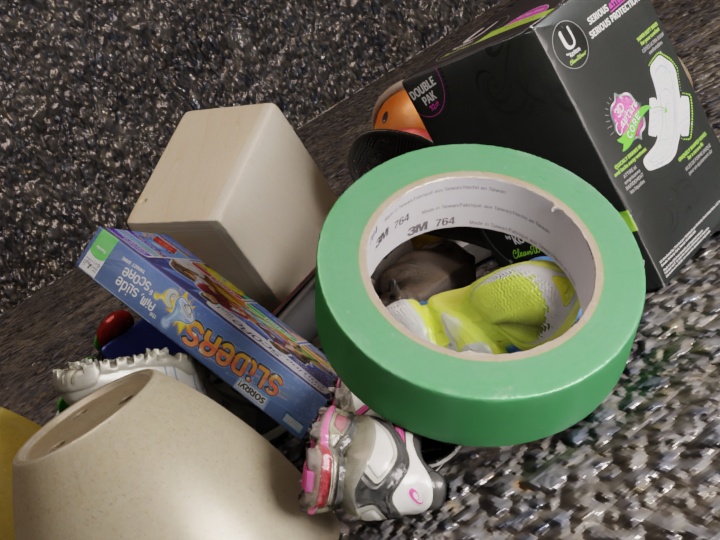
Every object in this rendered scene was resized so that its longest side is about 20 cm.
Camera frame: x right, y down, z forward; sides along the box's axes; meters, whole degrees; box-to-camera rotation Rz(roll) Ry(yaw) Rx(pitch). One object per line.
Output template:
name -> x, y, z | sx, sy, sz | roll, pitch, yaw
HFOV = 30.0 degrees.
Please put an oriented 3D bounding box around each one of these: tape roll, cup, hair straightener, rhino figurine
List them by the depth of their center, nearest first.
tape roll -> 0.071, 0.010, 0.814 | 0.200, 0.200, 0.049 | -37, -30, -30
cup -> -0.131, 0.147, 0.821 | 0.198, 0.144, 0.200 | -28, 12, 6
hair straightener -> 0.000, 0.000, 1.037 | 0.200, 0.041, 0.077 | -41, 12, 6
rhino figurine -> 0.036, 0.022, 1.075 | 0.087, 0.060, 0.200 | -25, 3, 25

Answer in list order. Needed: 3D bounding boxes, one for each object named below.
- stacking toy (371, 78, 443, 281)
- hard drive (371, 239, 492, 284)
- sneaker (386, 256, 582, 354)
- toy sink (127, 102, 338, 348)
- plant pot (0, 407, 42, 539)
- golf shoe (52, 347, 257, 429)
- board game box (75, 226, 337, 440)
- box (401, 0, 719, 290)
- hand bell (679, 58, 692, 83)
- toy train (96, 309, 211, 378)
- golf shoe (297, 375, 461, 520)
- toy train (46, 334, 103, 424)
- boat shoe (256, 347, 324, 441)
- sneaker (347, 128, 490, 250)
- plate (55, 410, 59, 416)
stacking toy -> 0.050, -0.069, 1.241 | 0.145, 0.146, 0.201 | -19, 32, 41
hard drive -> 0.051, -0.005, 1.277 | 0.198, 0.027, 0.132 | -28, 13, 10
sneaker -> 0.086, 0.042, 0.946 | 0.199, 0.077, 0.104 | -20, -3, 41
toy sink -> -0.094, -0.027, 1.182 | 0.111, 0.201, 0.132 | -1, 52, 33
plant pot -> -0.271, 0.188, 0.989 | 0.198, 0.143, 0.200 | -29, 12, 7
golf shoe -> -0.132, 0.110, 0.933 | 0.077, 0.099, 0.199 | -12, -18, 31
board game box -> -0.094, 0.042, 0.961 | 0.035, 0.199, 0.135 | -54, -11, 6
box -> 0.153, -0.094, 0.971 | 0.124, 0.202, 0.148 | -38, 15, -35
hand bell -> 0.220, -0.116, 1.245 | 0.104, 0.104, 0.201 | -13, 35, 55
toy train -> -0.181, 0.094, 1.084 | 0.199, 0.085, 0.116 | -38, -18, -33
golf shoe -> 0.018, 0.103, 0.843 | 0.091, 0.074, 0.200 | 10, 19, 4
toy train -> -0.237, 0.139, 1.131 | 0.041, 0.056, 0.202 | 22, 78, 36
boat shoe -> -0.095, 0.110, 1.074 | 0.199, 0.062, 0.075 | -33, 7, -18
sneaker -> 0.086, -0.069, 1.137 | 0.121, 0.198, 0.085 | -65, -2, -81
plate -> -0.195, 0.094, 1.261 | 0.198, 0.026, 0.200 | -28, 13, 7
